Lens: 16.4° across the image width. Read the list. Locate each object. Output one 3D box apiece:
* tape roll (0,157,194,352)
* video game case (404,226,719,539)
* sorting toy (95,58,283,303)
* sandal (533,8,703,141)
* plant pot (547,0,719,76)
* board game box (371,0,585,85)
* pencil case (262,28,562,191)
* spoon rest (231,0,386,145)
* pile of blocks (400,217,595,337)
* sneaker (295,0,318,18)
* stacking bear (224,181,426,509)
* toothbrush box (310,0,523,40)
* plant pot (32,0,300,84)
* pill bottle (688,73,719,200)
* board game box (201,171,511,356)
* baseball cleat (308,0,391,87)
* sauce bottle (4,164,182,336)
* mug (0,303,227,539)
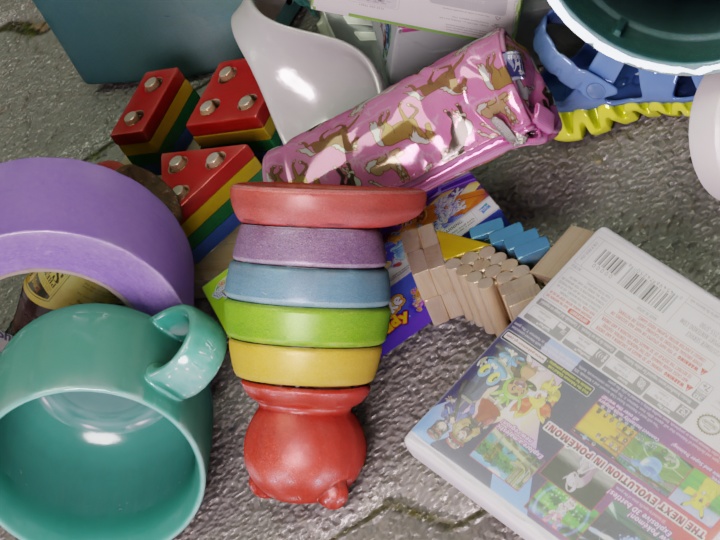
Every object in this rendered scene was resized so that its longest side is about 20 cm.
[{"bbox_3d":[-0.213,0.026,1.713,0.199,0.200,0.085,-26,37,15],"label":"tape roll"},{"bbox_3d":[0.154,0.087,1.432,0.200,0.023,0.182,35,74,34],"label":"video game case"},{"bbox_3d":[-0.131,-0.074,1.874,0.199,0.070,0.199,-4,46,37],"label":"sorting toy"},{"bbox_3d":[0.195,-0.148,1.667,0.199,0.087,0.080,-16,38,24],"label":"sandal"},{"bbox_3d":[0.211,-0.238,1.554,0.199,0.201,0.196,-24,9,17],"label":"plant pot"},{"bbox_3d":[0.072,-0.236,1.801,0.147,0.064,0.201,-8,52,-9],"label":"board game box"},{"bbox_3d":[0.031,-0.083,1.657,0.199,0.083,0.087,-26,5,14],"label":"pencil case"},{"bbox_3d":[-0.041,-0.141,1.787,0.100,0.060,0.200,-58,44,24],"label":"spoon rest"},{"bbox_3d":[0.112,0.017,1.572,0.199,0.062,0.082,22,57,42],"label":"pile of blocks"},{"bbox_3d":[0.036,-0.253,1.943,0.199,0.078,0.091,-10,38,18],"label":"sneaker"},{"bbox_3d":[-0.032,0.047,1.571,0.121,0.114,0.201,4,94,26],"label":"stacking bear"},{"bbox_3d":[0.056,-0.265,1.729,0.145,0.086,0.201,11,55,3],"label":"toothbrush box"},{"bbox_3d":[-0.146,-0.245,2.033,0.199,0.142,0.142,6,52,35],"label":"plant pot"},{"bbox_3d":[0.299,-0.078,1.469,0.199,0.117,0.117,8,54,46],"label":"pill bottle"},{"bbox_3d":[0.000,0.000,1.697,0.200,0.045,0.135,-36,34,1],"label":"board game box"},{"bbox_3d":[0.028,-0.160,1.835,0.106,0.070,0.201,-25,53,-1],"label":"baseball cleat"},{"bbox_3d":[-0.205,0.011,1.794,0.200,0.066,0.066,-49,28,27],"label":"sauce bottle"},{"bbox_3d":[-0.157,0.094,1.636,0.184,0.153,0.115,-12,36,10],"label":"mug"}]
